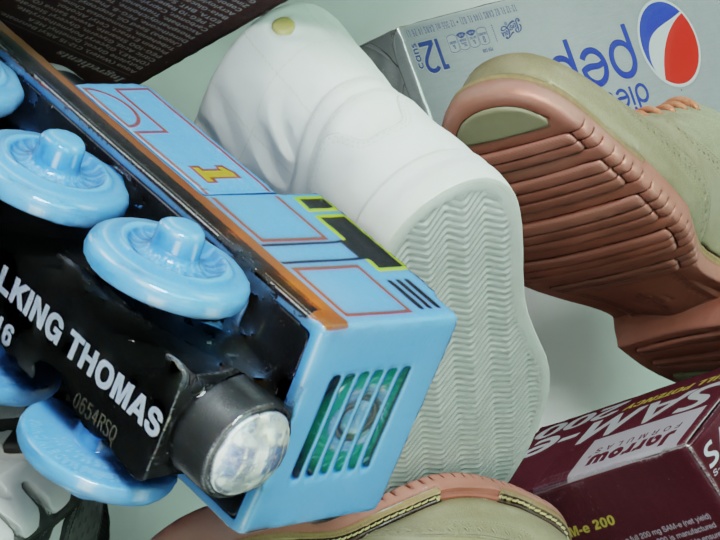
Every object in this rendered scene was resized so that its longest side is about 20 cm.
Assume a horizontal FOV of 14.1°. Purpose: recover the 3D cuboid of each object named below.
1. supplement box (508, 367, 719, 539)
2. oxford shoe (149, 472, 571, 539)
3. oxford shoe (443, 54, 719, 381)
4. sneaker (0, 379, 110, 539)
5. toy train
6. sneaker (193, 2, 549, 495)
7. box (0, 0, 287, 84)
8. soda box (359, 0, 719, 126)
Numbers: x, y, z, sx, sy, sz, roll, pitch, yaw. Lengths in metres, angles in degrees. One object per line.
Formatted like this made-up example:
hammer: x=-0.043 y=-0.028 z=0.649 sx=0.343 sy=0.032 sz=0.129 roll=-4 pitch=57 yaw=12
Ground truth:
supplement box: x=0.138 y=0.137 z=1.010 sx=0.200 sy=0.109 sz=0.061 roll=57 pitch=45 yaw=-12
oxford shoe: x=0.010 y=0.113 z=0.906 sx=0.199 sy=0.071 sz=0.074 roll=-4 pitch=42 yaw=-48
oxford shoe: x=0.089 y=-0.028 z=0.974 sx=0.200 sy=0.070 sz=0.074 roll=41 pitch=49 yaw=-49
sneaker: x=-0.117 y=0.103 z=0.799 sx=0.200 sy=0.066 sz=0.091 roll=-45 pitch=128 yaw=-60
toy train: x=-0.071 y=-0.003 z=0.827 sx=0.114 sy=0.087 sz=0.200 roll=-2 pitch=33 yaw=-47
sneaker: x=0.000 y=0.000 z=0.931 sx=0.073 sy=0.200 sz=0.116 roll=-28 pitch=57 yaw=-20
box: x=-0.054 y=-0.129 z=0.870 sx=0.075 sy=0.200 sz=0.101 roll=21 pitch=60 yaw=-32
soda box: x=0.067 y=-0.065 z=1.050 sx=0.200 sy=0.068 sz=0.064 roll=-18 pitch=88 yaw=-45
